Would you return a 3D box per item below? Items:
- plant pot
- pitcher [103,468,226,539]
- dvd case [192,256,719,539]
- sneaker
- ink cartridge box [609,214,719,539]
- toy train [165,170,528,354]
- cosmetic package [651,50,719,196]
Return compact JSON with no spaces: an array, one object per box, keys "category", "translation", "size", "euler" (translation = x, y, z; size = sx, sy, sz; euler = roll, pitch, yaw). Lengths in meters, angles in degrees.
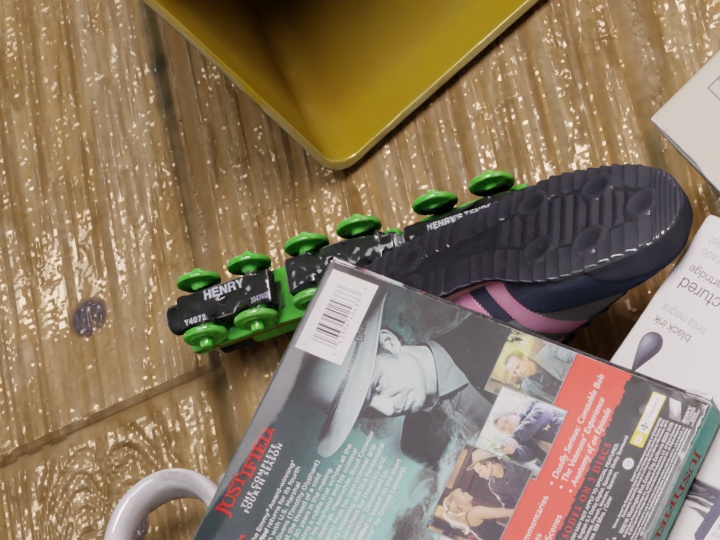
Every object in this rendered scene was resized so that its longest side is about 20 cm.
[{"category":"plant pot","translation":[-0.025,-0.209,1.417],"size":[0.200,0.200,0.177],"euler":[-42,43,8]},{"category":"pitcher","translation":[-0.075,0.186,1.314],"size":[0.171,0.121,0.200],"euler":[6,62,40]},{"category":"dvd case","translation":[0.039,0.090,1.229],"size":[0.200,0.022,0.146],"euler":[20,79,30]},{"category":"sneaker","translation":[0.079,0.013,1.301],"size":[0.200,0.082,0.070],"euler":[-20,38,37]},{"category":"ink cartridge box","translation":[0.161,0.102,1.227],"size":[0.145,0.084,0.200],"euler":[33,87,37]},{"category":"toy train","translation":[0.000,0.000,1.382],"size":[0.199,0.056,0.042],"euler":[-18,66,21]},{"category":"cosmetic package","translation":[0.240,-0.094,1.275],"size":[0.200,0.071,0.105],"euler":[-44,55,6]}]
